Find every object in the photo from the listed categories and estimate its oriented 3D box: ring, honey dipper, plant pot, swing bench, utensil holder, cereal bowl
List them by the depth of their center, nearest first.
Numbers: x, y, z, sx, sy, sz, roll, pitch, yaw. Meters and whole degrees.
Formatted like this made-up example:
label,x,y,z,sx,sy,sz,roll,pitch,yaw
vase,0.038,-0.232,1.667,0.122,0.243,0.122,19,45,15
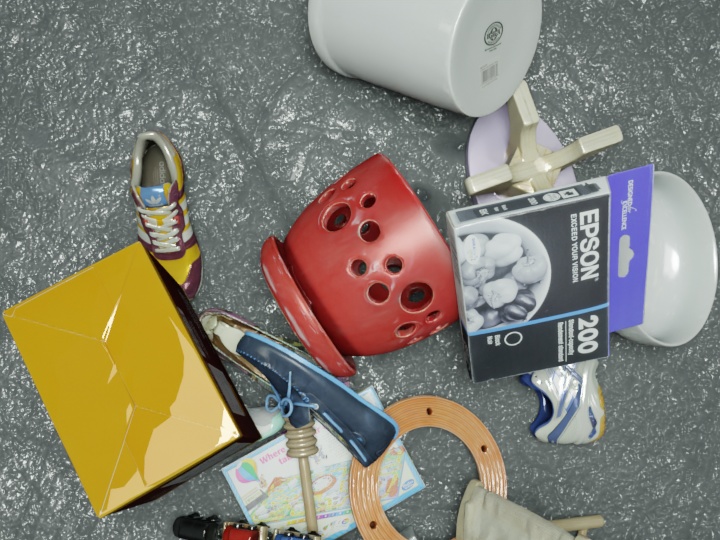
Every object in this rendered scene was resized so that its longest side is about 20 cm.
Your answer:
label,x,y,z,sx,sy,sz,roll,pitch,yaw
swing bench,0.222,0.322,0.761,0.199,0.199,0.130,20,84,-20
utensil holder,0.070,-0.272,0.800,0.200,0.170,0.170,30,84,37
plant pot,0.000,0.000,0.805,0.182,0.200,0.201,-30,87,0
honey dipper,-0.058,0.260,0.826,0.038,0.038,0.201,-7,87,-3
ring,0.078,0.246,0.844,0.199,0.019,0.202,5,75,-20
cereal bowl,0.325,-0.012,0.858,0.199,0.083,0.201,2,87,-34

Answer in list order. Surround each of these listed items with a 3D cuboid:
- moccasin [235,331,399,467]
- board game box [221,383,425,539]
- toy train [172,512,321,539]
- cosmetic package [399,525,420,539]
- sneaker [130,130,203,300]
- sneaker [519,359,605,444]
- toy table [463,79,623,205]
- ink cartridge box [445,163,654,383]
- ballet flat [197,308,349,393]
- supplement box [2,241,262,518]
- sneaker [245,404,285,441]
label,x,y,z,sx,sy,sz,roll,pitch,yaw
moccasin,-0.052,0.139,0.779,0.200,0.080,0.068,34,79,-4
board game box,-0.043,0.241,0.864,0.199,0.034,0.135,-28,87,-4
toy train,-0.125,0.294,0.810,0.199,0.046,0.034,-1,73,26
cosmetic package,0.047,0.425,0.846,0.150,0.052,0.201,-31,87,-2
sneaker,-0.232,-0.060,0.852,0.075,0.090,0.201,-12,86,-3
sneaker,0.232,0.106,0.867,0.088,0.075,0.201,-5,85,-2
toy table,0.203,-0.114,0.863,0.183,0.117,0.201,-31,86,-5
ink cartridge box,0.192,0.010,0.714,0.199,0.043,0.199,-13,125,0
ballet flat,-0.106,0.103,0.854,0.199,0.071,0.069,28,86,0
supplement box,-0.207,0.109,0.716,0.132,0.200,0.198,-29,79,-9
sneaker,-0.192,0.140,0.844,0.199,0.078,0.141,-10,87,-4
